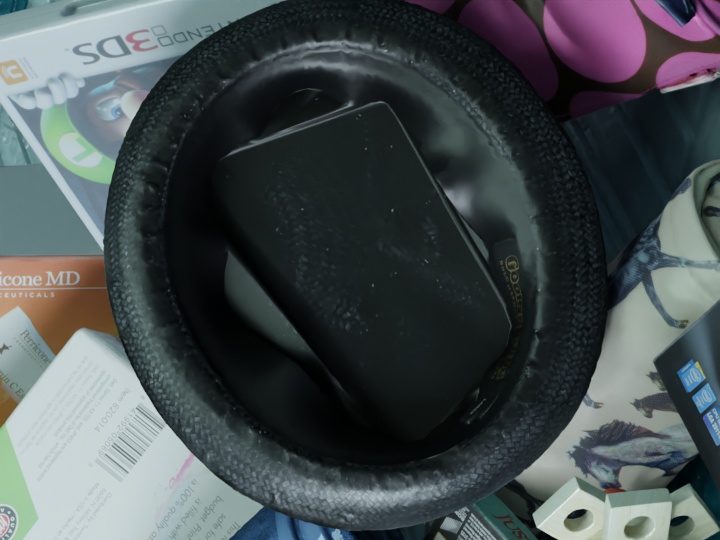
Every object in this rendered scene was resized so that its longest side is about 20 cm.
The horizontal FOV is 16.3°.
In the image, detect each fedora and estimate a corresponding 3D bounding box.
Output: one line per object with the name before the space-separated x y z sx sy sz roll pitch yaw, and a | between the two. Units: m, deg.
fedora | 0.000 0.000 0.951 0.092 0.200 0.201 59 -154 -79

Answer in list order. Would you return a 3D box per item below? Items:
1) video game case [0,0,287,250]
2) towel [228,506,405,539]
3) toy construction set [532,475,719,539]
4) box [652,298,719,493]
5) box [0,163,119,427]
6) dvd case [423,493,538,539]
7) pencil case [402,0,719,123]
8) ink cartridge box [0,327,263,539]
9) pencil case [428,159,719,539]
video game case | -0.039 -0.040 1.036 0.182 0.200 0.023 -10 41 28
towel | -0.045 0.173 0.981 0.200 0.049 0.112 -46 69 32
toy construction set | 0.105 0.164 0.796 0.092 0.131 0.200 125 150 -43
box | 0.193 0.066 0.772 0.158 0.050 0.200 -47 54 39
box | -0.145 0.058 1.196 0.098 0.124 0.200 -117 29 -59
dvd case | 0.040 0.203 0.958 0.146 0.022 0.200 45 118 36
pencil case | 0.083 -0.099 1.001 0.200 0.091 0.094 -17 100 52
ink cartridge box | -0.072 0.130 1.084 0.200 0.067 0.117 38 90 11
pencil case | 0.110 0.045 0.961 0.200 0.089 0.078 -50 23 37
